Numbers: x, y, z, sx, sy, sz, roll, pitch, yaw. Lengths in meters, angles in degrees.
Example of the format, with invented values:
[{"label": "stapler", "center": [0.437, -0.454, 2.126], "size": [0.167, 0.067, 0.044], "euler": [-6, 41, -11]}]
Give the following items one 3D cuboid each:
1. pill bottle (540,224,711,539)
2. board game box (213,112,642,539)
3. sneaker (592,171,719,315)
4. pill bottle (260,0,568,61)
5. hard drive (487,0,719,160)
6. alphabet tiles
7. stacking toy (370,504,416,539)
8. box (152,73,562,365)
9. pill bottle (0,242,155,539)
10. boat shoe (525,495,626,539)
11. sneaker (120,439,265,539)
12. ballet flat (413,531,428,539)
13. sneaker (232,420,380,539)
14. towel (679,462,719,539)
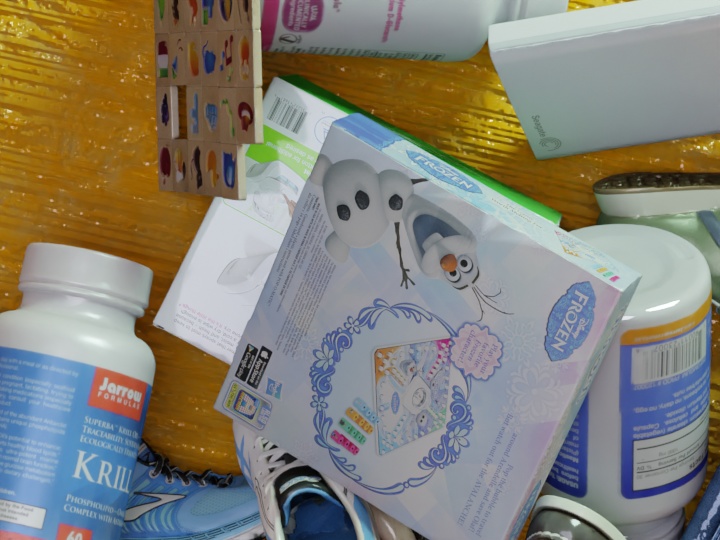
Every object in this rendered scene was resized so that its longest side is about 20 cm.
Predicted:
[{"label": "pill bottle", "center": [0.157, 0.083, 1.628], "size": [0.111, 0.112, 0.201], "euler": [2, 121, 7]}, {"label": "board game box", "center": [0.036, 0.043, 1.563], "size": [0.198, 0.043, 0.201], "euler": [31, 114, 16]}, {"label": "sneaker", "center": [0.244, -0.012, 1.660], "size": [0.199, 0.067, 0.091], "euler": [1, 103, 7]}, {"label": "pill bottle", "center": [0.022, -0.186, 1.629], "size": [0.198, 0.113, 0.114], "euler": [2, 95, -10]}, {"label": "hard drive", "center": [0.189, -0.121, 1.615], "size": [0.199, 0.132, 0.027], "euler": [-8, 61, 14]}, {"label": "alphabet tiles", "center": [-0.095, -0.129, 1.633], "size": [0.007, 0.200, 0.169], "euler": [-3, 95, -21]}, {"label": "stacking toy", "center": [-0.057, 0.216, 1.656], "size": [0.200, 0.085, 0.086], "euler": [-36, 90, -27]}, {"label": "box", "center": [0.000, 0.000, 1.672], "size": [0.199, 0.097, 0.177], "euler": [27, 98, 4]}, {"label": "pill bottle", "center": [-0.189, 0.089, 1.655], "size": [0.111, 0.112, 0.202], "euler": [10, 82, 6]}, {"label": "boat shoe", "center": [0.129, 0.207, 1.623], "size": [0.071, 0.202, 0.061], "euler": [21, 62, 24]}, {"label": "sneaker", "center": [-0.128, 0.146, 1.712], "size": [0.199, 0.078, 0.091], "euler": [-13, 87, 6]}, {"label": "ballet flat", "center": [0.073, 0.156, 1.700], "size": [0.067, 0.046, 0.201], "euler": [23, 97, 6]}, {"label": "sneaker", "center": [-0.034, 0.132, 1.631], "size": [0.071, 0.200, 0.073], "euler": [-20, 133, -5]}, {"label": "towel", "center": [0.218, 0.196, 1.652], "size": [0.048, 0.112, 0.201], "euler": [28, 98, 18]}]
